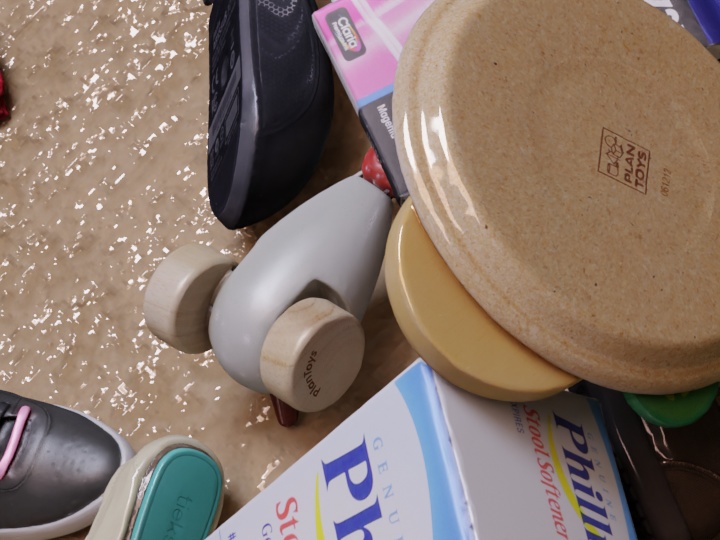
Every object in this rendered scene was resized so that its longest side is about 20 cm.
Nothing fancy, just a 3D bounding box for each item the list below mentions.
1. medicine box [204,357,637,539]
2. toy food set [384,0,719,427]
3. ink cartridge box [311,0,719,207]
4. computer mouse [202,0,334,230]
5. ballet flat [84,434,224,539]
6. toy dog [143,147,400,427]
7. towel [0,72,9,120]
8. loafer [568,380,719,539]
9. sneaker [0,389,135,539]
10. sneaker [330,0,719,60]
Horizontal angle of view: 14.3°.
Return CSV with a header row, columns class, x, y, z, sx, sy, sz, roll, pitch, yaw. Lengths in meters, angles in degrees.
class,x,y,z,sx,sy,sz,roll,pitch,yaw
medicine box,0.021,0.166,1.150,0.200,0.103,0.182,-43,47,37
toy food set,0.095,-0.032,1.162,0.049,0.198,0.200,-41,47,48
ink cartridge box,0.087,-0.113,1.272,0.200,0.037,0.095,-26,79,-2
computer mouse,-0.040,-0.112,1.389,0.053,0.139,0.200,7,64,-15
ballet flat,-0.117,0.168,1.295,0.069,0.069,0.200,11,66,30
toy dog,0.000,0.000,1.324,0.200,0.096,0.132,-29,50,-10
towel,-0.287,-0.095,1.539,0.200,0.022,0.145,-28,54,9
loafer,0.118,0.025,1.229,0.071,0.073,0.200,-20,87,-9
sneaker,-0.206,0.072,1.361,0.200,0.099,0.071,11,67,28
sneaker,0.078,-0.141,1.323,0.200,0.090,0.078,17,28,18
